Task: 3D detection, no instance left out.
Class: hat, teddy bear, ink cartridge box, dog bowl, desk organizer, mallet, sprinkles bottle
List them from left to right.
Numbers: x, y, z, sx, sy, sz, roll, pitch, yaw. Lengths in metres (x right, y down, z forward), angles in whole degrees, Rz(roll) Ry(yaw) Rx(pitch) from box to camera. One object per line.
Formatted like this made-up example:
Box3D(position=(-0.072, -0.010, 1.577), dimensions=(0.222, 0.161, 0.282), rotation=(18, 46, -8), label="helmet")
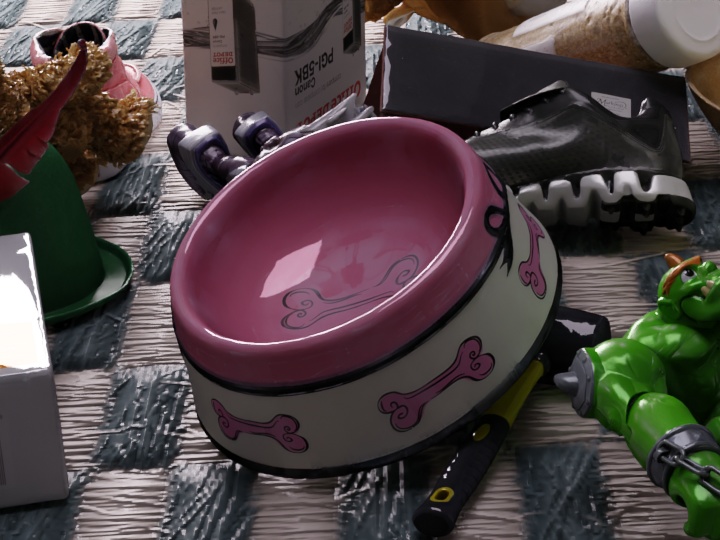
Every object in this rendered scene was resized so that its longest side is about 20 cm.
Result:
Box3D(position=(-0.215, -0.071, 1.293), dimensions=(0.199, 0.177, 0.166), rotation=(2, 22, 15), label="hat")
Box3D(position=(-0.212, -0.091, 1.387), dimensions=(0.200, 0.067, 0.145), rotation=(-4, -27, -43), label="teddy bear")
Box3D(position=(-0.058, -0.192, 1.552), dimensions=(0.083, 0.201, 0.147), rotation=(9, 25, 21), label="ink cartridge box")
Box3D(position=(-0.006, 0.004, 1.100), dimensions=(0.200, 0.074, 0.200), rotation=(-17, 39, 14), label="dog bowl")
Box3D(position=(0.077, 0.072, 1.080), dimensions=(0.066, 0.041, 0.200), rotation=(4, 27, 13), label="mallet")
Box3D(position=(0.103, -0.090, 1.424), dimensions=(0.199, 0.077, 0.072), rotation=(9, 53, -9), label="desk organizer")
Box3D(position=(0.156, -0.150, 1.488), dimensions=(0.068, 0.068, 0.200), rotation=(-20, 3, -36), label="sprinkles bottle")

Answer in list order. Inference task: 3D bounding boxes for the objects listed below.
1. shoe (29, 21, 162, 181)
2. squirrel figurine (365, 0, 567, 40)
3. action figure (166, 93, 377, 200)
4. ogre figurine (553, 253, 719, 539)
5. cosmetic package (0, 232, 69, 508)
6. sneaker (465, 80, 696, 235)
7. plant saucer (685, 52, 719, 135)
Box3D(position=(-0.185, -0.136, 1.576), dimensions=(0.071, 0.091, 0.200), rotation=(-2, 21, 5), label="shoe")
Box3D(position=(0.063, -0.230, 1.674), dimensions=(0.200, 0.142, 0.187), rotation=(14, 4, -27), label="squirrel figurine")
Box3D(position=(-0.050, -0.062, 1.366), dimensions=(0.130, 0.070, 0.200), rotation=(-29, 17, -12), label="action figure")
Box3D(position=(0.172, 0.057, 1.025), dimensions=(0.120, 0.098, 0.200), rotation=(31, 53, 28), label="ogre figurine")
Box3D(position=(-0.207, 0.050, 1.131), dimensions=(0.101, 0.071, 0.200), rotation=(-8, 21, -9), label="cosmetic package")
Box3D(position=(0.100, -0.070, 1.342), dimensions=(0.199, 0.091, 0.066), rotation=(0, -19, 3), label="sneaker")
Box3D(position=(0.304, -0.094, 1.425), dimensions=(0.200, 0.036, 0.200), rotation=(6, 23, -3), label="plant saucer")
